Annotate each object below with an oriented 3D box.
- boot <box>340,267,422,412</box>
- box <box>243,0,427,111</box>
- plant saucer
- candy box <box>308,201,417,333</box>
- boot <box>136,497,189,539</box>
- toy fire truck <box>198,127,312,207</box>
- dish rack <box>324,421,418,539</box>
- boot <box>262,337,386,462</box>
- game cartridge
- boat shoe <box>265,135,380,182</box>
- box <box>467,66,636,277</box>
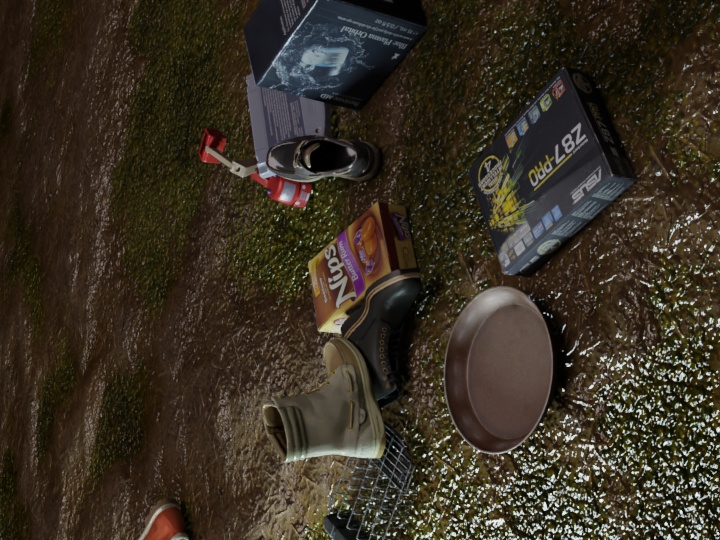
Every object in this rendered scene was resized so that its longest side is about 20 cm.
[{"bbox_3d":[0.047,0.099,1.497,0.201,0.076,0.140,123,137,-52],"label":"boot"},{"bbox_3d":[-0.040,-0.359,1.607,0.200,0.194,0.119,-44,50,42],"label":"box"},{"bbox_3d":[0.175,0.122,1.323,0.199,0.034,0.205,-16,70,54],"label":"plant saucer"},{"bbox_3d":[0.000,0.000,1.594,0.200,0.056,0.119,-40,52,47],"label":"candy box"},{"bbox_3d":[-0.380,0.541,2.032,0.107,0.074,0.203,47,120,44],"label":"boot"},{"bbox_3d":[-0.180,-0.173,1.824,0.200,0.139,0.049,44,119,51],"label":"toy fire truck"},{"bbox_3d":[0.021,0.312,1.498,0.153,0.054,0.203,35,110,52],"label":"dish rack"},{"bbox_3d":[-0.061,0.173,1.474,0.202,0.152,0.073,-112,30,-42],"label":"boot"},{"bbox_3d":[-0.116,-0.256,1.776,0.131,0.041,0.203,-17,62,14],"label":"game cartridge"},{"bbox_3d":[-0.067,-0.178,1.655,0.197,0.073,0.076,1,83,29],"label":"boat shoe"},{"bbox_3d":[0.222,-0.114,1.293,0.200,0.048,0.164,-46,50,41],"label":"box"}]
